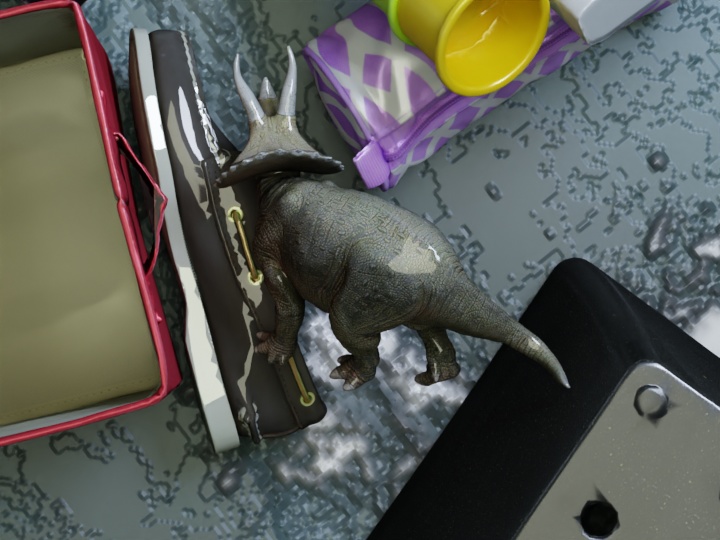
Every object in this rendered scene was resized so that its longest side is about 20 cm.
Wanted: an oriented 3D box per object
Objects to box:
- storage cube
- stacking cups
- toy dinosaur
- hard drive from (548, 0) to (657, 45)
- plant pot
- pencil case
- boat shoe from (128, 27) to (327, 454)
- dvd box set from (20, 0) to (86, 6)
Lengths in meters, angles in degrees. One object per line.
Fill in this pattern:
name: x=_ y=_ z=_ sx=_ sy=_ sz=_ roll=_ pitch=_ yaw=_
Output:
storage cube: x=-0.180 y=-0.007 z=0.967 sx=0.198 sy=0.180 sz=0.172 roll=-14 pitch=89 yaw=-3
stacking cups: x=0.004 y=-0.152 z=0.992 sx=0.060 sy=0.061 sz=0.200 roll=-43 pitch=49 yaw=-2
toy dinosaur: x=0.000 y=0.000 z=0.950 sx=0.077 sy=0.103 sz=0.200 roll=-35 pitch=56 yaw=-27
hard drive: x=0.101 y=-0.199 z=0.996 sx=0.132 sy=0.027 sz=0.200 roll=-36 pitch=48 yaw=-2
plant pot: x=0.128 y=0.129 z=0.978 sx=0.199 sy=0.177 sz=0.200 roll=36 pitch=88 yaw=-2
pencil case: x=0.071 y=-0.117 z=1.024 sx=0.199 sy=0.084 sz=0.086 roll=-32 pitch=49 yaw=-1
boat shoe: x=-0.064 y=-0.019 z=1.029 sx=0.060 sy=0.072 sz=0.203 roll=-13 pitch=96 yaw=-7
dvd box set: x=-0.204 y=-0.198 z=0.987 sx=0.029 sy=0.146 sz=0.200 roll=-43 pitch=91 yaw=0
